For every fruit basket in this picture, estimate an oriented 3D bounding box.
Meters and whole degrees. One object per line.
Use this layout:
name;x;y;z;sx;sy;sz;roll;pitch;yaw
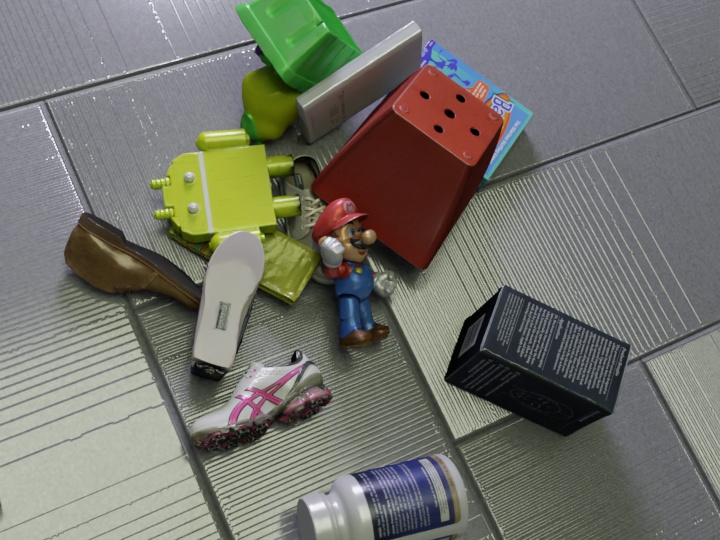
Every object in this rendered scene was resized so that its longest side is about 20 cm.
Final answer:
fruit basket;-0.113;-0.290;1.558;0.215;0.216;0.156;-29;79;-24

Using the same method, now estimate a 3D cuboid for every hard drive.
hard drive;0.000;-0.266;1.558;0.200;0.132;0.027;-34;76;-8

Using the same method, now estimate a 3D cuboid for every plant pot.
plant pot;0.085;-0.162;1.517;0.200;0.176;0.200;36;45;-1

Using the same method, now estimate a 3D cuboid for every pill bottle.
pill bottle;0.026;0.305;1.379;0.200;0.111;0.111;-9;72;-20

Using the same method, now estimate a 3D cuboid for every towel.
towel;-0.158;-0.035;1.495;0.200;0.018;0.086;29;73;4

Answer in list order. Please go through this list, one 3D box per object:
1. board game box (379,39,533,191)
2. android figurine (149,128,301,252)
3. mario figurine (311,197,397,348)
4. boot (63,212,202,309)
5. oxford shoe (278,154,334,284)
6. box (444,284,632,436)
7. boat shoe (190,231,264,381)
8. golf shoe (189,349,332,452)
board game box;0.144;-0.238;1.666;0.200;0.045;0.152;36;64;-1
android figurine;-0.184;-0.106;1.487;0.200;0.041;0.182;-6;72;-9
mario figurine;0.000;0.000;1.465;0.106;0.123;0.200;-13;94;-6
boot;-0.297;0.006;1.443;0.200;0.074;0.076;32;93;-7
oxford shoe;-0.069;-0.076;1.534;0.075;0.058;0.200;-10;74;-22
box;0.241;0.127;1.492;0.200;0.148;0.107;26;65;-5
boat shoe;-0.181;0.051;1.428;0.075;0.093;0.200;19;68;-9
golf shoe;-0.139;0.169;1.412;0.200;0.073;0.092;-19;69;-32
